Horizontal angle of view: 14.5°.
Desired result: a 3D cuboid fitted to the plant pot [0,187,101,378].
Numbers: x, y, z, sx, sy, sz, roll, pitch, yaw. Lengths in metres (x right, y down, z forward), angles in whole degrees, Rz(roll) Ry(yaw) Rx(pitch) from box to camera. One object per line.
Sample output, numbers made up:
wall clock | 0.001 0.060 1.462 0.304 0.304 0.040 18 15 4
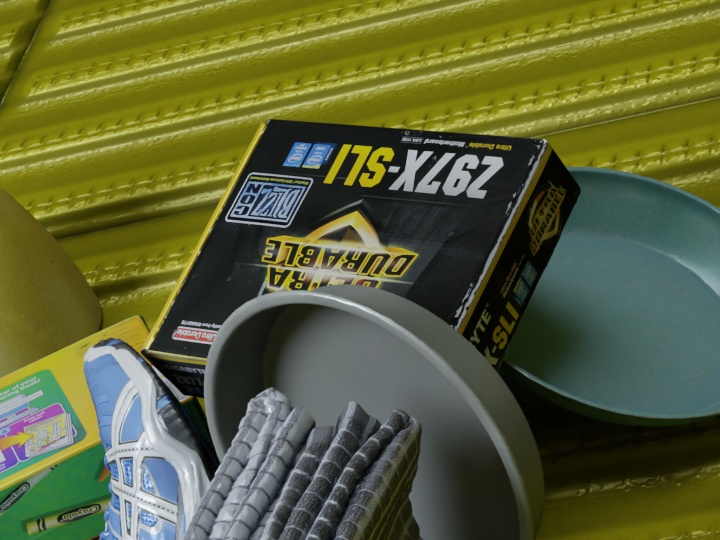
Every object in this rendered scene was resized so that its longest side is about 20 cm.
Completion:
plant pot | -0.282 0.004 1.797 0.200 0.142 0.200 -15 30 9

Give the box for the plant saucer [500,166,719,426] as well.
plant saucer | 0.139 0.021 1.534 0.200 0.036 0.200 8 41 -7

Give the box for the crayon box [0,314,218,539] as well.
crayon box | -0.190 0.111 1.611 0.200 0.058 0.119 -26 29 -9

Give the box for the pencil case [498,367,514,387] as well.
pencil case | 0.065 0.030 1.593 0.078 0.087 0.200 -33 17 36

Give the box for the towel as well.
towel | -0.018 0.175 1.319 0.085 0.166 0.200 -3 35 23

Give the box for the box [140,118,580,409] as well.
box | 0.000 0.000 1.501 0.200 0.049 0.160 7 58 39

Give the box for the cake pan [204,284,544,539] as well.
cake pan | 0.010 0.090 1.407 0.200 0.201 0.037 6 33 39

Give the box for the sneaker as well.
sneaker | -0.110 0.121 1.500 0.077 0.076 0.200 -31 59 2

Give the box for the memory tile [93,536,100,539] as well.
memory tile | -0.205 0.170 1.598 0.200 0.017 0.153 -9 31 22
